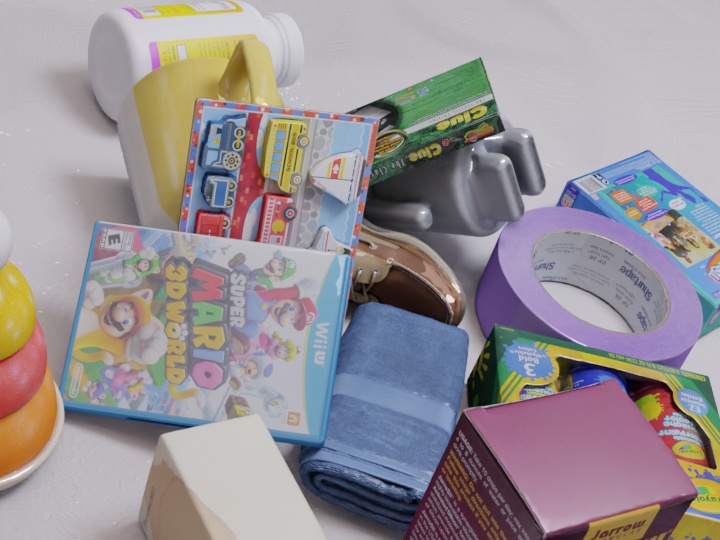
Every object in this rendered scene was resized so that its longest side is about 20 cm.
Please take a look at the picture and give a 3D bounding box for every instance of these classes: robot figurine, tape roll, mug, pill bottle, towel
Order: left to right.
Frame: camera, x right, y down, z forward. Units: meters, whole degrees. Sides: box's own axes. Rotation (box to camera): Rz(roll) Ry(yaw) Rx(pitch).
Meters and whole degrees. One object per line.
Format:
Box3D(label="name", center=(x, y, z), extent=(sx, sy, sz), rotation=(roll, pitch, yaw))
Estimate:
Box3D(label="pill bottle", center=(-0.154, -0.204, 1.287), extent=(0.198, 0.105, 0.105), rotation=(-12, 49, -36))
Box3D(label="mug", center=(-0.129, -0.082, 1.106), extent=(0.147, 0.188, 0.155), rotation=(-10, 52, 0))
Box3D(label="towel", center=(0.021, 0.110, 1.042), extent=(0.110, 0.049, 0.201), rotation=(19, 39, 1))
Box3D(label="robot figurine", center=(0.070, -0.093, 1.221), extent=(0.198, 0.114, 0.170), rotation=(7, 38, 39))
Box3D(label="tape roll", center=(0.206, 0.031, 1.210), extent=(0.197, 0.066, 0.202), rotation=(13, 39, -11))

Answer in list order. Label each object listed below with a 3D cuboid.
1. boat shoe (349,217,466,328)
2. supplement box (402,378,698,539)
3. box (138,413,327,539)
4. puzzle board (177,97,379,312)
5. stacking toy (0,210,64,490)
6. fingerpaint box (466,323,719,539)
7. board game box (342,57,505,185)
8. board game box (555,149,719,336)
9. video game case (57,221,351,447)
Box3D(label="boat shoe", center=(0.000, 0.000, 1.150), extent=(0.198, 0.077, 0.072), rotation=(30, 42, 26))
Box3D(label="supplement box", center=(0.109, 0.183, 0.874), extent=(0.129, 0.202, 0.104), rotation=(-7, 45, -30))
Box3D(label="box", center=(-0.067, 0.200, 0.857), extent=(0.077, 0.096, 0.201), rotation=(-8, 45, -31))
Box3D(label="puzzle board", center=(-0.069, -0.028, 1.046), extent=(0.148, 0.203, 0.017), rotation=(3, 19, -21))
Box3D(label="stacking toy", center=(-0.255, 0.035, 0.875), extent=(0.144, 0.202, 0.147), rotation=(13, 38, -11))
Box3D(label="fingerpaint box", center=(0.191, 0.142, 1.064), extent=(0.197, 0.074, 0.168), rotation=(14, 39, -9))
Box3D(label="board game box", center=(0.024, -0.117, 1.162), extent=(0.197, 0.024, 0.105), rotation=(-21, 33, 10))
Box3D(label="board game box", center=(0.316, -0.033, 1.354), extent=(0.151, 0.045, 0.200), rotation=(-20, 54, -41))
Box3D(label="video game case", center=(-0.113, 0.045, 0.986), extent=(0.196, 0.018, 0.145), rotation=(8, 72, 3))
